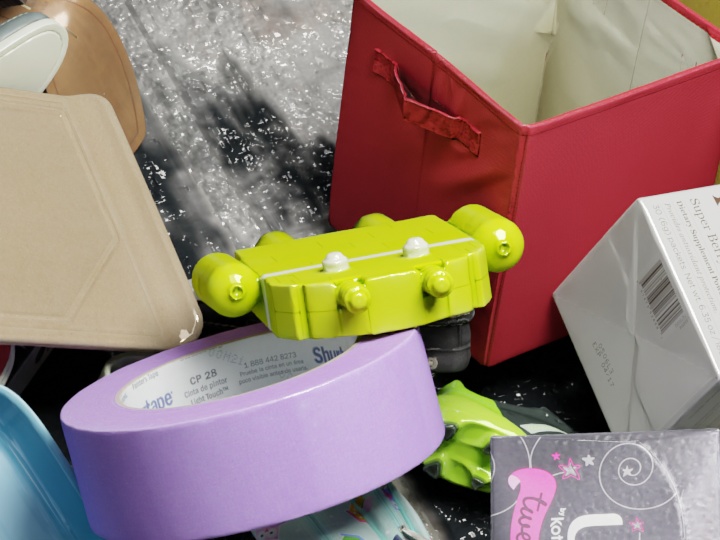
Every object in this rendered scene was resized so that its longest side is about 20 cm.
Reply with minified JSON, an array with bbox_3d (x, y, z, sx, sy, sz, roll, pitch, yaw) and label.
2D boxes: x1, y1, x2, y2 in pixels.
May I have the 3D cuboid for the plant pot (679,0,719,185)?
[{"bbox_3d":[0.286,-0.144,1.839,0.195,0.200,0.195,-7,53,-17],"label":"plant pot"}]

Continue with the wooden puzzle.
[{"bbox_3d":[-0.202,-0.029,1.625,0.199,0.037,0.186,1,54,-43],"label":"wooden puzzle"}]

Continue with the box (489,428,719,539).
[{"bbox_3d":[0.136,0.195,1.524,0.131,0.115,0.201,-2,69,10],"label":"box"}]

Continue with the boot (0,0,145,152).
[{"bbox_3d":[-0.236,-0.151,1.790,0.146,0.200,0.070,6,50,40],"label":"boot"}]

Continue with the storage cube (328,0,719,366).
[{"bbox_3d":[0.100,-0.079,1.728,0.199,0.180,0.171,-21,45,-31],"label":"storage cube"}]

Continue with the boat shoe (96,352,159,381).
[{"bbox_3d":[-0.061,0.085,1.660,0.199,0.062,0.072,1,51,-13],"label":"boat shoe"}]

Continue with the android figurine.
[{"bbox_3d":[0.000,0.000,1.574,0.181,0.041,0.200,-10,10,-9],"label":"android figurine"}]

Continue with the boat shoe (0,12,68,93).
[{"bbox_3d":[-0.266,-0.098,1.708,0.200,0.073,0.062,-39,62,5],"label":"boat shoe"}]

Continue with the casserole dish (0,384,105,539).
[{"bbox_3d":[-0.197,0.156,1.539,0.121,0.039,0.200,-37,98,-35],"label":"casserole dish"}]

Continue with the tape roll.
[{"bbox_3d":[-0.058,0.081,1.529,0.199,0.066,0.200,-14,12,3],"label":"tape roll"}]

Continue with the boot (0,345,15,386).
[{"bbox_3d":[-0.267,0.059,1.533,0.072,0.145,0.200,42,60,20],"label":"boot"}]

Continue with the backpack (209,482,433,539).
[{"bbox_3d":[-0.011,0.192,1.534,0.126,0.168,0.200,-13,40,-22],"label":"backpack"}]

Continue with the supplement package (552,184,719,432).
[{"bbox_3d":[0.239,0.021,1.663,0.199,0.120,0.122,-10,66,-30],"label":"supplement package"}]

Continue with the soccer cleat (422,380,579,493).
[{"bbox_3d":[0.126,0.122,1.675,0.199,0.068,0.081,27,27,3],"label":"soccer cleat"}]

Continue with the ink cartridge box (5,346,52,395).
[{"bbox_3d":[-0.246,0.051,1.661,0.099,0.039,0.200,25,50,8],"label":"ink cartridge box"}]

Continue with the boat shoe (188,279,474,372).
[{"bbox_3d":[-0.026,0.030,1.689,0.199,0.061,0.074,-1,15,22],"label":"boat shoe"}]
